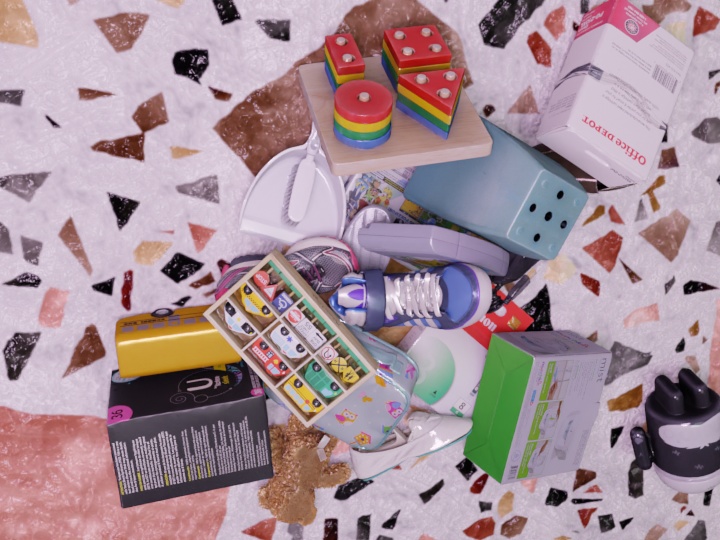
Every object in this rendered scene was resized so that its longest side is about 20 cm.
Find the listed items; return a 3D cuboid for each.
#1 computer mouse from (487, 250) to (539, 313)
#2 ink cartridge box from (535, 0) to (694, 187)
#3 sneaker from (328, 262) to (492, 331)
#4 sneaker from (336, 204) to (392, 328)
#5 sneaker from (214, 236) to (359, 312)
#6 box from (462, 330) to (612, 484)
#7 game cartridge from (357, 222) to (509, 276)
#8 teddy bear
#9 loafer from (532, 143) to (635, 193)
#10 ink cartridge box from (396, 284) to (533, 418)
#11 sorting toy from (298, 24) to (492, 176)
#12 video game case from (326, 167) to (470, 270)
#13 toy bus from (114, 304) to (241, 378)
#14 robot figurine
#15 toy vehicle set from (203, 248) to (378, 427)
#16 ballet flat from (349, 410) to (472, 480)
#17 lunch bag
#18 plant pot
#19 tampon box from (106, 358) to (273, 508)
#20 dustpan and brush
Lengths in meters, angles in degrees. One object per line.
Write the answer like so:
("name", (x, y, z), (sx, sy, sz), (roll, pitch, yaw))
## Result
("computer mouse", (0.219, -0.014, 1.144), (0.199, 0.140, 0.046), (-40, 97, -9))
("ink cartridge box", (0.342, -0.235, 1.101), (0.143, 0.084, 0.202), (28, 78, -18))
("sneaker", (0.047, 0.036, 1.000), (0.145, 0.199, 0.082), (-2, 87, -33))
("sneaker", (0.000, 0.000, 1.128), (0.072, 0.071, 0.203), (16, 112, 1))
("sneaker", (-0.095, 0.016, 1.072), (0.197, 0.075, 0.082), (-15, 116, 14))
("box", (0.267, 0.201, 1.228), (0.174, 0.096, 0.203), (0, 109, -35))
("game cartridge", (0.105, -0.025, 1.052), (0.199, 0.132, 0.041), (14, 79, -51))
("teddy bear", (-0.080, 0.268, 1.205), (0.143, 0.067, 0.204), (1, 101, -21))
("loafer", (0.313, -0.145, 1.167), (0.197, 0.071, 0.074), (-8, 110, -13))
("ink cartridge box", (0.154, 0.115, 1.222), (0.160, 0.050, 0.201), (38, 97, -23))
("sorting toy", (0.040, -0.217, 0.994), (0.197, 0.201, 0.070), (-9, 139, -12))
("video game case", (0.079, -0.103, 1.144), (0.198, 0.022, 0.184), (29, 98, -23))
("toy bus", (-0.222, 0.089, 1.092), (0.197, 0.078, 0.066), (-7, 110, -13))
("robot figurine", (0.530, 0.263, 1.334), (0.125, 0.148, 0.203), (-39, 121, -46))
("toy vehicle set", (-0.087, 0.087, 1.036), (0.124, 0.027, 0.200), (-40, 97, 17))
("ballet flat", (0.068, 0.248, 1.214), (0.198, 0.070, 0.070), (-27, 114, 16))
("lunch bag", (-0.022, 0.145, 1.113), (0.198, 0.077, 0.161), (29, 126, -2))
("plant pot", (0.181, -0.100, 1.040), (0.140, 0.200, 0.143), (21, 102, -33))
("tampon box", (-0.226, 0.204, 1.089), (0.197, 0.150, 0.128), (-8, 110, -13))
("dustpan and brush", (-0.071, -0.133, 1.068), (0.137, 0.057, 0.203), (14, 88, -13))
